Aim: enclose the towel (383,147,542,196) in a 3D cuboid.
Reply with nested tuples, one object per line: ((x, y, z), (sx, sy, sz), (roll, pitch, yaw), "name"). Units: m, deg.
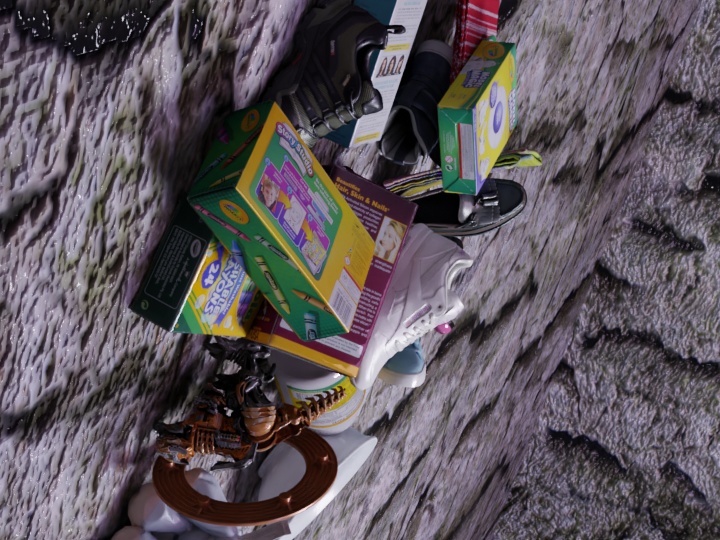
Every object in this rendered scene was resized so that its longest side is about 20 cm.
((0.130, -0.126, 1.522), (0.144, 0.200, 0.023), (-10, 88, -73), "towel")

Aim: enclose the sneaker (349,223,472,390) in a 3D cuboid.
((0.054, 0.048, 1.301), (0.200, 0.100, 0.075), (-62, 167, -6), "sneaker")

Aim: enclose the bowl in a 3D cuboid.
((-0.076, 0.274, 1.593), (0.201, 0.090, 0.201), (-46, 167, -14), "bowl")

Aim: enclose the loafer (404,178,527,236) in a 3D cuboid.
((0.117, -0.078, 1.516), (0.063, 0.200, 0.072), (30, 50, -79), "loafer")

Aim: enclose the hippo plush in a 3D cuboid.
((-0.182, 0.302, 1.320), (0.161, 0.200, 0.160), (134, -53, -79), "hippo plush")

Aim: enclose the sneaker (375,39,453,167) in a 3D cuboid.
((0.077, -0.164, 1.452), (0.202, 0.077, 0.146), (72, 35, -51), "sneaker")

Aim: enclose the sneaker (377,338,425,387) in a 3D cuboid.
((0.044, 0.074, 1.532), (0.200, 0.074, 0.082), (-109, -161, -59), "sneaker")

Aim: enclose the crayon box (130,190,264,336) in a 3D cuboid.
((-0.136, -0.001, 1.167), (0.126, 0.052, 0.200), (-65, 162, 4), "crayon box")

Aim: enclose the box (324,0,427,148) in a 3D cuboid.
((0.015, -0.235, 1.258), (0.082, 0.049, 0.200), (-26, 139, -61), "box")

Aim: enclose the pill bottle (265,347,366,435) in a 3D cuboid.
((-0.051, 0.133, 1.471), (0.113, 0.113, 0.200), (-55, 159, -23), "pill bottle")

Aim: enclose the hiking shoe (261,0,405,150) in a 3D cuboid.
((-0.033, -0.165, 1.144), (0.200, 0.101, 0.076), (-66, 160, 8), "hiking shoe")

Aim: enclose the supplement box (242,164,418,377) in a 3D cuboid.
((-0.033, -0.001, 1.246), (0.086, 0.110, 0.200), (6, -106, 63), "supplement box")

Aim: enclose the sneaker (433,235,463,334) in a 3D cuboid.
((0.101, -0.008, 1.561), (0.087, 0.200, 0.074), (-22, 142, 6), "sneaker")

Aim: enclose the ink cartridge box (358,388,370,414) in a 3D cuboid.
((0.002, 0.113, 1.654), (0.200, 0.047, 0.160), (-66, 168, 1), "ink cartridge box")

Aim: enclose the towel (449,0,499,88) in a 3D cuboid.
((0.136, -0.245, 1.436), (0.145, 0.022, 0.200), (-16, 113, -67), "towel")

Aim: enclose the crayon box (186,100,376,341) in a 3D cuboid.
((-0.067, -0.044, 1.092), (0.200, 0.058, 0.119), (54, 38, -34), "crayon box")

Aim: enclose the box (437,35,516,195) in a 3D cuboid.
((0.145, -0.189, 1.387), (0.200, 0.048, 0.117), (-60, 151, -48), "box")

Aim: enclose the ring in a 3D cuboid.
((-0.124, 0.207, 1.254), (0.200, 0.200, 0.019), (-37, 134, -53), "ring")

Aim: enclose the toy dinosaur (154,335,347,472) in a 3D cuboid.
((-0.122, 0.154, 1.265), (0.200, 0.136, 0.102), (3, 139, -25), "toy dinosaur")

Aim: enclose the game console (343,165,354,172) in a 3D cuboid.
((0.000, 0.000, 1.421), (0.116, 0.176, 0.200), (-34, 158, -3), "game console")
